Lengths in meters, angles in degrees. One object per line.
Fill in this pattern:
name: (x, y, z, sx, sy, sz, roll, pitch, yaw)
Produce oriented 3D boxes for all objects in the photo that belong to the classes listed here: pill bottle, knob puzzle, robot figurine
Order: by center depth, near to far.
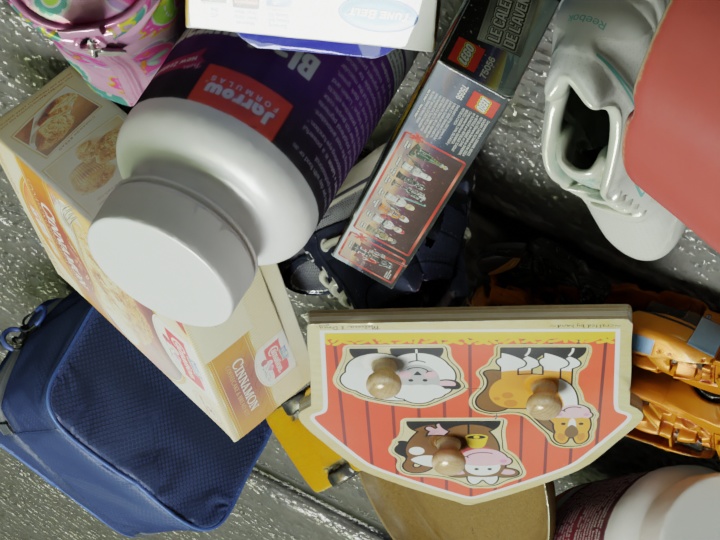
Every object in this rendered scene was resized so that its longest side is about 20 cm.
pill bottle: (-0.055, -0.074, 1.046, 0.111, 0.200, 0.112, 22, 151, 13)
knob puzzle: (0.063, 0.089, 1.170, 0.218, 0.031, 0.220, 1, 145, 1)
robot figurine: (0.150, 0.051, 1.203, 0.199, 0.058, 0.145, 17, 148, 22)
pill bottle: (0.188, 0.183, 1.287, 0.114, 0.114, 0.200, 35, 162, -8)

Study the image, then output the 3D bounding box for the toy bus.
toy bus: (0.013, 0.081, 1.296, 0.065, 0.078, 0.200, 57, 145, 2)

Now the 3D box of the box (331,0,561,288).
box: (0.051, -0.092, 0.985, 0.040, 0.137, 0.200, 28, 151, -2)

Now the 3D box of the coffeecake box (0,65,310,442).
coffeecake box: (-0.129, -0.011, 1.279, 0.200, 0.073, 0.154, 39, 160, 34)

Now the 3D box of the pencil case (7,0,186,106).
pencil case: (-0.130, -0.139, 1.066, 0.087, 0.088, 0.200, 27, 177, 5)

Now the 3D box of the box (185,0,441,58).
box: (-0.018, -0.177, 0.919, 0.118, 0.042, 0.201, 6, 126, 4)

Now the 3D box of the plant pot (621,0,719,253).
plant pot: (0.217, -0.061, 0.845, 0.177, 0.201, 0.201, 29, 153, 21)

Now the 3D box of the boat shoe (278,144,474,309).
boat shoe: (0.000, 0.000, 1.194, 0.074, 0.093, 0.200, 10, 157, -22)

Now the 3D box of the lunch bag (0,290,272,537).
lunch bag: (-0.181, 0.102, 1.510, 0.200, 0.136, 0.132, 42, 149, -20)

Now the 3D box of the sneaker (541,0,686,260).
sneaker: (0.122, -0.062, 1.032, 0.070, 0.080, 0.201, 13, 148, 25)

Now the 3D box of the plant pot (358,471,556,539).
plant pot: (0.062, 0.123, 1.349, 0.200, 0.027, 0.201, 29, 130, 42)
